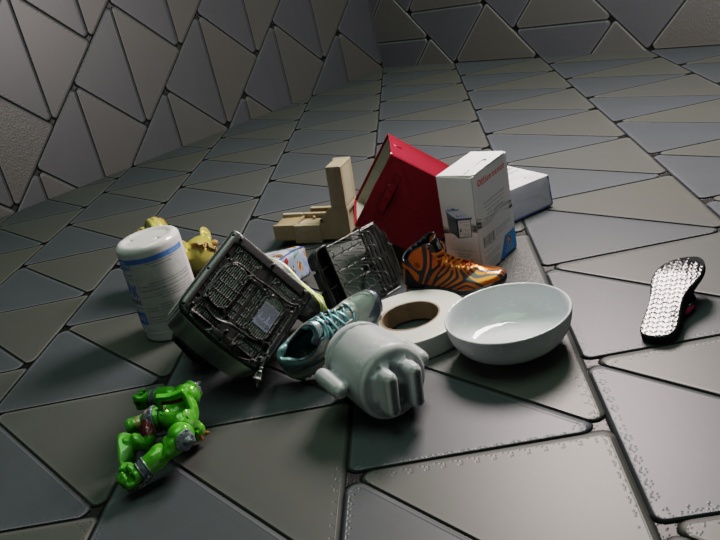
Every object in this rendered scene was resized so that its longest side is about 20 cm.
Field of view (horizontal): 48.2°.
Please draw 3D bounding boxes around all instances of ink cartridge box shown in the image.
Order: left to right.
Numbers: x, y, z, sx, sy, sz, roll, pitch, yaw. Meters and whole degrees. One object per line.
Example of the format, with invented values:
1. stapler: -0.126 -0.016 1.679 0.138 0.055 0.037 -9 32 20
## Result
1. ink cartridge box: 0.228 -0.113 1.556 0.085 0.203 0.146 6 28 38
2. ink cartridge box: 0.320 -0.178 1.827 0.135 0.077 0.200 -22 25 -21

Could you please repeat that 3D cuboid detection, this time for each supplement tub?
1. supplement tub: -0.399 0.024 1.613 0.130 0.203 0.132 -12 21 5

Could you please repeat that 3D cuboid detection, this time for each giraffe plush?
1. giraffe plush: -0.413 -0.038 1.868 0.160 0.176 0.199 -3 0 -38

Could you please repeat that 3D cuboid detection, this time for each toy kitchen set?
1. toy kitchen set: -0.102 -0.183 1.954 0.197 0.183 0.163 -1 23 18

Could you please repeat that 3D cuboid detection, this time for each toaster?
1. toaster: -0.206 0.070 1.342 0.201 0.180 0.118 -58 13 -30

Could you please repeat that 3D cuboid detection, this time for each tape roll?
1. tape roll: 0.087 0.093 1.372 0.199 0.038 0.203 -11 22 5

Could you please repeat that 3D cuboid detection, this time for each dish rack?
1. dish rack: 0.000 0.000 1.506 0.199 0.155 0.054 -29 10 -36

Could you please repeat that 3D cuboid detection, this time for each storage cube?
1. storage cube: 0.100 -0.157 1.689 0.178 0.173 0.200 25 19 -9

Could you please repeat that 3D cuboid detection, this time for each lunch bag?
1. lunch bag: -0.199 0.005 1.658 0.158 0.077 0.200 -12 5 18

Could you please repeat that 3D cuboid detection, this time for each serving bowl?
1. serving bowl: 0.232 0.091 1.247 0.197 0.067 0.201 -12 23 5

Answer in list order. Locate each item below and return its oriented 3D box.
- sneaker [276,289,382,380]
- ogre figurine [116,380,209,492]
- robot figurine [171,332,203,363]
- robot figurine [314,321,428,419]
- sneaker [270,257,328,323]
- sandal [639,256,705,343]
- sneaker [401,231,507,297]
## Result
1. sneaker: -0.049 0.101 1.292 0.199 0.086 0.078 -39 64 0
2. ogre figurine: -0.294 0.231 1.193 0.118 0.099 0.200 -23 9 7
3. robot figurine: -0.267 0.085 1.485 0.148 0.127 0.200 1 25 19
4. robot figurine: 0.019 0.144 1.185 0.167 0.115 0.199 -13 19 -26
5. sneaker: -0.146 0.030 1.493 0.199 0.075 0.081 32 1 24
6. sandal: 0.480 0.050 1.239 0.074 0.045 0.201 -2 39 42
7. sneaker: 0.165 -0.012 1.471 0.197 0.114 0.078 -5 23 21
